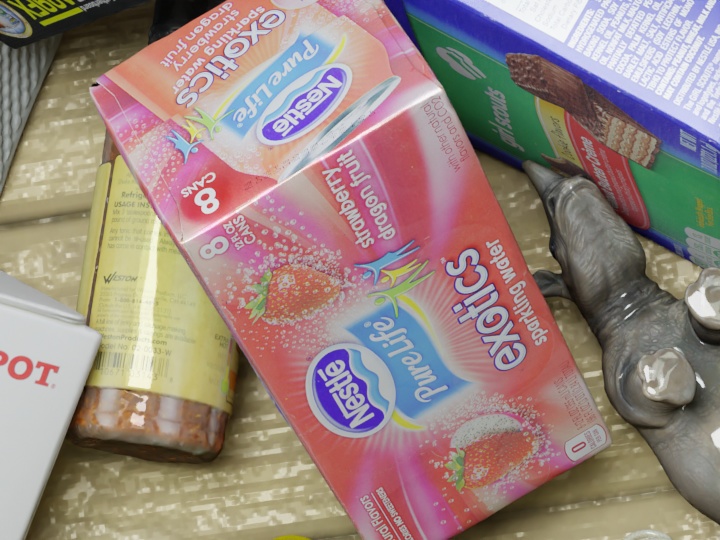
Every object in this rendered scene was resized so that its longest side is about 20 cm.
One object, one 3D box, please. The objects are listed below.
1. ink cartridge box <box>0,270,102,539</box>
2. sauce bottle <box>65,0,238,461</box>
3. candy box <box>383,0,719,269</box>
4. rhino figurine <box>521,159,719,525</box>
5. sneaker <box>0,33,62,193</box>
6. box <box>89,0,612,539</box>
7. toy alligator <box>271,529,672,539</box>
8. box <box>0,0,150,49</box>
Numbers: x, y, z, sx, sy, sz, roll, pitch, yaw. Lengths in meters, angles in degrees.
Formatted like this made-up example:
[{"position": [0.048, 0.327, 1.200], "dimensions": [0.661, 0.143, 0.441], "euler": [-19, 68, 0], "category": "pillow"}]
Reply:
[{"position": [-0.201, 0.083, 0.974], "dimensions": [0.084, 0.146, 0.201], "euler": [26, 96, 51], "category": "ink cartridge box"}, {"position": [-0.069, -0.030, 1.036], "dimensions": [0.066, 0.066, 0.201], "euler": [7, 80, 12], "category": "sauce bottle"}, {"position": [0.065, -0.092, 0.980], "dimensions": [0.199, 0.169, 0.077], "euler": [31, 80, 16], "category": "candy box"}, {"position": [0.119, 0.037, 0.984], "dimensions": [0.060, 0.088, 0.200], "euler": [-37, 74, -8], "category": "rhino figurine"}, {"position": [-0.194, -0.059, 1.070], "dimensions": [0.104, 0.075, 0.201], "euler": [19, 78, 15], "category": "sneaker"}, {"position": [0.000, 0.000, 0.944], "dimensions": [0.102, 0.200, 0.095], "euler": [-30, 46, -2], "category": "box"}, {"position": [0.021, 0.131, 1.001], "dimensions": [0.199, 0.059, 0.055], "euler": [-5, 118, 8], "category": "toy alligator"}, {"position": [-0.068, -0.184, 0.979], "dimensions": [0.044, 0.160, 0.201], "euler": [33, 70, -25], "category": "box"}]
